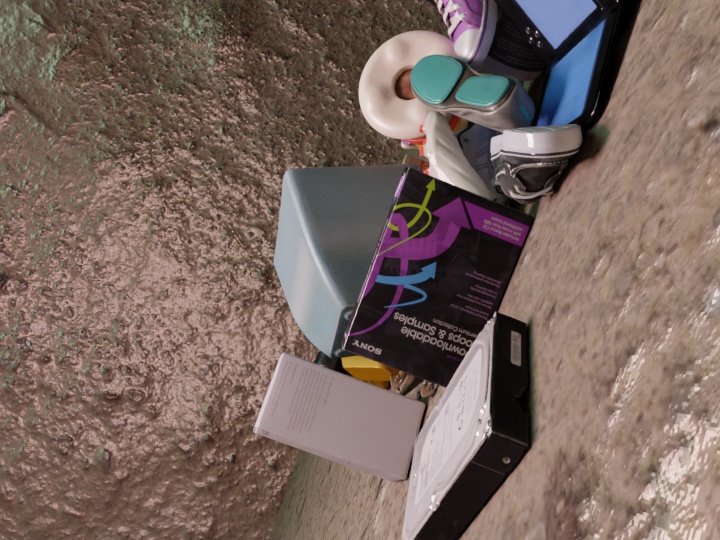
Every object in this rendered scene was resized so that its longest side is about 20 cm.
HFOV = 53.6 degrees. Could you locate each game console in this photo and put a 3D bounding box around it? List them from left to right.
[{"bbox_3d":[0.185,-0.231,0.729,0.116,0.176,0.200,-41,1,-6],"label":"game console"}]

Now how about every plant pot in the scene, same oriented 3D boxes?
[{"bbox_3d":[0.000,0.000,0.960,0.197,0.193,0.202,105,155,-48],"label":"plant pot"}]

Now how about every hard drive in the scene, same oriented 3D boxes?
[{"bbox_3d":[0.090,0.153,0.637,0.141,0.037,0.202,-74,4,-50],"label":"hard drive"}]

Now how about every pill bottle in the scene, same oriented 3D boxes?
[{"bbox_3d":[0.201,-0.312,0.896,0.112,0.109,0.202,-74,5,-48],"label":"pill bottle"}]

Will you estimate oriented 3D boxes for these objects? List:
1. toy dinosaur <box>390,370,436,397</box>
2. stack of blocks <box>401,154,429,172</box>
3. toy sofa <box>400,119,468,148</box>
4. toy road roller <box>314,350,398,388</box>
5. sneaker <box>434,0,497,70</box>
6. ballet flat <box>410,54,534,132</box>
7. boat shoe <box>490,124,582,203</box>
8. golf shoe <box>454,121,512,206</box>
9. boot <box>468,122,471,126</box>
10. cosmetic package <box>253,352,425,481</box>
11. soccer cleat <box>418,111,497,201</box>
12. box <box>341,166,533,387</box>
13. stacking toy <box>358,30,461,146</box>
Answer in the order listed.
[{"bbox_3d":[0.079,0.130,0.937,0.202,0.058,0.101,-62,-9,22],"label":"toy dinosaur"},{"bbox_3d":[0.097,-0.105,1.301,0.201,0.113,0.059,116,174,-52],"label":"stack of blocks"},{"bbox_3d":[0.102,-0.263,1.151,0.201,0.096,0.084,-106,22,-60],"label":"toy sofa"},{"bbox_3d":[0.029,0.140,1.220,0.198,0.146,0.125,-9,52,42],"label":"toy road roller"},{"bbox_3d":[0.100,-0.339,0.859,0.073,0.112,0.204,140,133,-63],"label":"sneaker"},{"bbox_3d":[0.124,-0.196,0.814,0.068,0.063,0.200,-52,35,3],"label":"ballet flat"},{"bbox_3d":[0.169,-0.102,0.695,0.200,0.071,0.072,-64,-28,-83],"label":"boat shoe"},{"bbox_3d":[0.143,-0.125,0.877,0.078,0.096,0.203,124,164,-67],"label":"golf shoe"},{"bbox_3d":[0.182,-0.295,1.162,0.108,0.074,0.202,-104,29,-47],"label":"boot"},{"bbox_3d":[-0.027,0.189,0.911,0.074,0.197,0.103,121,170,-68],"label":"cosmetic package"},{"bbox_3d":[0.115,-0.094,0.816,0.069,0.076,0.204,58,-157,-67],"label":"soccer cleat"},{"bbox_3d":[0.078,0.012,0.747,0.036,0.141,0.203,-98,28,-80],"label":"box"},{"bbox_3d":[0.092,-0.218,0.982,0.149,0.144,0.200,-70,-23,-7],"label":"stacking toy"}]
